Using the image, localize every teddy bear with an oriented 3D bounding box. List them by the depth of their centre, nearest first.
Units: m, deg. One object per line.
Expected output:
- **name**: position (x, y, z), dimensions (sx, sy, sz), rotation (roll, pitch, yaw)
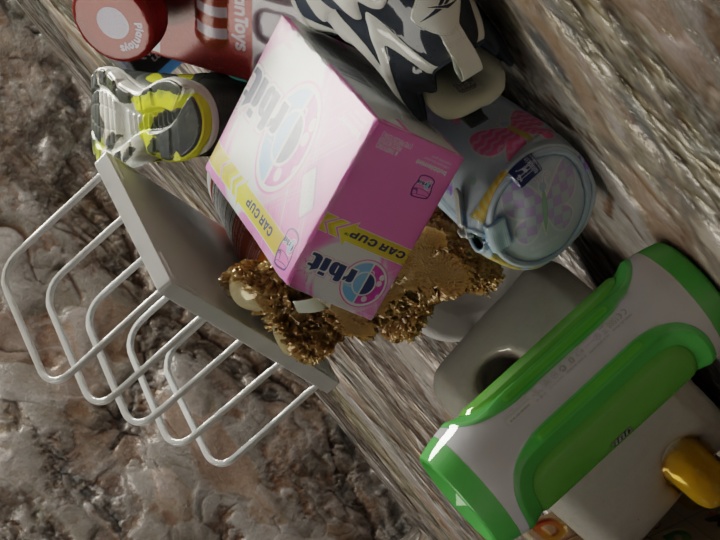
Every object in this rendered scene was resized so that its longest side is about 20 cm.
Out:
- **teddy bear**: position (0.000, 0.000, 1.630), dimensions (0.145, 0.067, 0.200), rotation (37, 132, -16)

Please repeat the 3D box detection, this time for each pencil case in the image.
- **pencil case**: position (0.065, -0.074, 1.550), dimensions (0.200, 0.091, 0.083), rotation (42, 171, 50)

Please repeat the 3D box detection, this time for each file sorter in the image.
- **file sorter**: position (-0.140, 0.038, 1.742), dimensions (0.200, 0.124, 0.139), rotation (33, -159, -47)

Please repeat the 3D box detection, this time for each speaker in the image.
- **speaker**: position (0.133, 0.075, 1.468), dimensions (0.089, 0.200, 0.088), rotation (47, 173, 8)

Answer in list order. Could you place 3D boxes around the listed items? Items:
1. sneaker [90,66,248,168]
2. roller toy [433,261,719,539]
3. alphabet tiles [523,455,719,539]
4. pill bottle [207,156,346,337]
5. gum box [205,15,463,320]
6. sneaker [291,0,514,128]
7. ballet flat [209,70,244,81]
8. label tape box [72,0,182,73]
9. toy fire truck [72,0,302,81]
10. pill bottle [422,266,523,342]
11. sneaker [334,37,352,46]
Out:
- **sneaker**: position (-0.133, -0.108, 1.741), dimensions (0.200, 0.084, 0.075), rotation (15, 107, 59)
- **roller toy**: position (0.155, 0.090, 1.648), dimensions (0.182, 0.140, 0.200), rotation (42, -178, -20)
- **alphabet tiles**: position (0.216, 0.183, 1.700), dimensions (0.200, 0.166, 0.006), rotation (38, 142, 48)
- **pill bottle**: position (-0.048, -0.050, 1.770), dimensions (0.112, 0.112, 0.200), rotation (56, -175, -44)
- **gum box**: position (-0.023, -0.069, 1.490), dimensions (0.066, 0.114, 0.200), rotation (22, -165, -28)
- **sneaker**: position (0.030, -0.138, 1.466), dimensions (0.130, 0.079, 0.199), rotation (58, 162, -2)
- **ballet flat**: position (-0.061, -0.135, 1.958), dimensions (0.200, 0.068, 0.076), rotation (31, -153, -41)
- **label tape box**: position (-0.138, -0.220, 1.798), dimensions (0.063, 0.144, 0.200), rotation (40, 169, 39)
- **toy fire truck**: position (-0.098, -0.220, 1.629), dimensions (0.167, 0.112, 0.201), rotation (16, 129, 16)
- **pill bottle**: position (0.037, -0.030, 1.843), dimensions (0.113, 0.113, 0.200), rotation (54, 171, -32)
- **sneaker**: position (-0.041, -0.172, 1.721), dimensions (0.200, 0.081, 0.075), rotation (50, 170, -1)
